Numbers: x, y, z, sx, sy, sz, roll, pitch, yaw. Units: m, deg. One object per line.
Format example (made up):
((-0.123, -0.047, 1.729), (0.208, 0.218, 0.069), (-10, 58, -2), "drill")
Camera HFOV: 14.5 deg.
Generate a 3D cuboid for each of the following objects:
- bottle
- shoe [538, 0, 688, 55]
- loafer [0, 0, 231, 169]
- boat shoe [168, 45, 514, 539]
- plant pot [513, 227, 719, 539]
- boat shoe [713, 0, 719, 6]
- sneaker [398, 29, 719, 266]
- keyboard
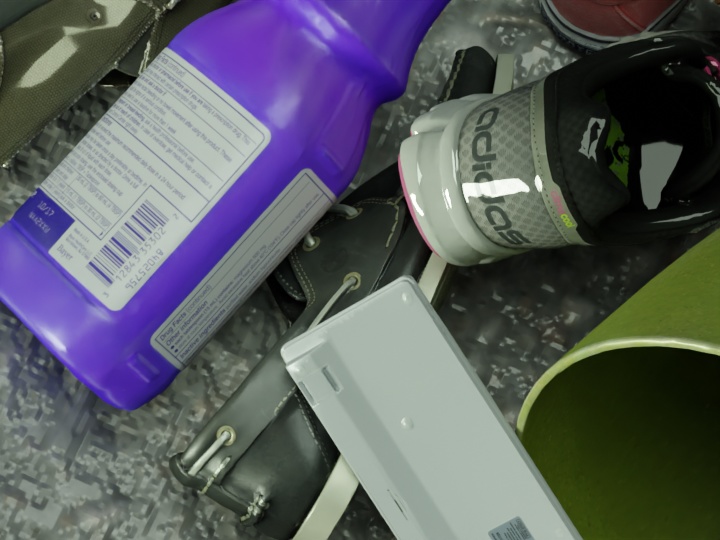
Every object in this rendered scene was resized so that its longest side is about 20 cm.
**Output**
((-0.042, -0.047, 0.989), (0.200, 0.065, 0.083), (-48, 50, -3), "bottle")
((0.140, -0.174, 1.071), (0.071, 0.091, 0.200), (36, 70, 8), "shoe")
((-0.087, -0.099, 1.040), (0.199, 0.075, 0.070), (-32, 107, -17), "loafer")
((0.000, 0.000, 1.001), (0.067, 0.072, 0.201), (25, 72, 4), "boat shoe")
((0.182, 0.037, 0.964), (0.187, 0.187, 0.200), (37, 54, 9), "plant pot")
((0.203, -0.114, 1.047), (0.199, 0.070, 0.071), (-18, 85, -38), "boat shoe")
((0.106, -0.046, 0.984), (0.199, 0.087, 0.074), (-16, 96, -47), "sneaker")
((0.048, 0.097, 0.948), (0.056, 0.011, 0.201), (-30, 98, 19), "keyboard")
